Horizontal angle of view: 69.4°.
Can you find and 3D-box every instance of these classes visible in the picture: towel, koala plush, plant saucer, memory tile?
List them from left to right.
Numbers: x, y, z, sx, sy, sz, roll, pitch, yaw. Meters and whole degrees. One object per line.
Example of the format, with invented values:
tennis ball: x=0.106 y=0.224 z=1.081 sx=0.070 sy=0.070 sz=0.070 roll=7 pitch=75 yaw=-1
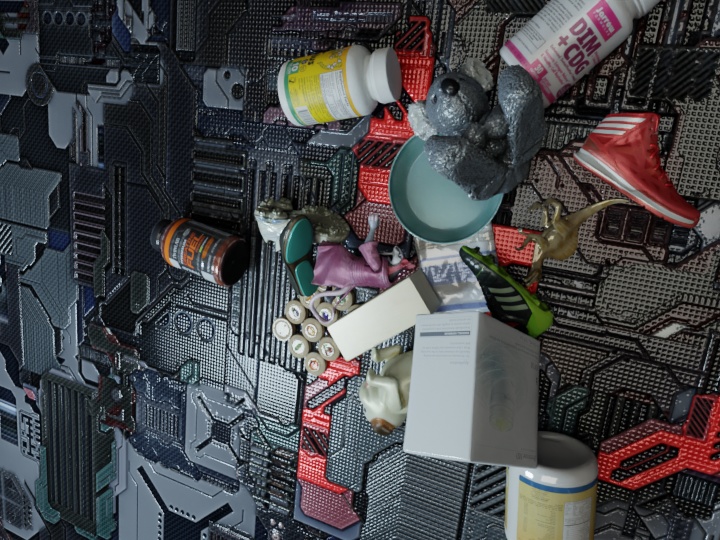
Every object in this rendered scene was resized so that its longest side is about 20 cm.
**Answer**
memory tile: x=-0.082 y=0.105 z=1.052 sx=0.154 sy=0.017 sz=0.200 roll=46 pitch=114 yaw=9
plant saucer: x=0.145 y=-0.145 z=0.881 sx=0.196 sy=0.036 sz=0.205 roll=0 pitch=89 yaw=19
towel: x=0.168 y=-0.019 z=0.917 sx=0.144 sy=0.024 sz=0.205 roll=-7 pitch=97 yaw=23
koala plush: x=0.164 y=-0.226 z=0.793 sx=0.177 sy=0.183 sz=0.201 roll=-40 pitch=56 yaw=11

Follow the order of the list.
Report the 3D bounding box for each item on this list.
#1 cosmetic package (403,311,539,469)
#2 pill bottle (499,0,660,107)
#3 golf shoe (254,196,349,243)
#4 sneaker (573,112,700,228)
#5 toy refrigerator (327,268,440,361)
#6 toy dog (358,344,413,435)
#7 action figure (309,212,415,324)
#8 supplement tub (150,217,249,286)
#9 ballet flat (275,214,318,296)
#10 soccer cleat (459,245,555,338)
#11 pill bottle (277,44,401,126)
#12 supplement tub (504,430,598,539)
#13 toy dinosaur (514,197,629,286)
cosmetic package: x=0.178 y=0.187 z=0.795 sx=0.121 sy=0.198 sz=0.204 roll=-7 pitch=68 yaw=43
pill bottle: x=0.310 y=-0.345 z=0.744 sx=0.199 sy=0.113 sz=0.114 roll=-41 pitch=83 yaw=24
golf shoe: x=-0.111 y=-0.076 z=1.013 sx=0.196 sy=0.079 sz=0.099 roll=17 pitch=131 yaw=19
sneaker: x=0.424 y=-0.157 z=0.752 sx=0.199 sy=0.078 sz=0.117 roll=36 pitch=113 yaw=12
toy refrigerator: x=0.042 y=0.082 z=0.947 sx=0.199 sy=0.070 sz=0.077 roll=-34 pitch=88 yaw=29
toy dog: x=0.085 y=0.210 z=0.951 sx=0.199 sy=0.141 sz=0.194 roll=-34 pitch=122 yaw=23
action figure: x=0.000 y=0.000 z=0.906 sx=0.197 sy=0.151 sz=0.134 roll=-3 pitch=139 yaw=36
supplement tub: x=-0.339 y=-0.045 z=1.084 sx=0.197 sy=0.107 sz=0.109 roll=19 pitch=107 yaw=19
ballet flat: x=-0.124 y=-0.031 z=0.962 sx=0.068 sy=0.068 sz=0.202 roll=37 pitch=147 yaw=31
soccer cleat: x=0.231 y=0.040 z=0.863 sx=0.199 sy=0.068 sz=0.081 roll=40 pitch=107 yaw=-3
pill bottle: x=-0.034 y=-0.321 z=0.897 sx=0.196 sy=0.112 sz=0.115 roll=-2 pitch=99 yaw=24
supplement tub: x=0.314 y=0.391 z=0.865 sx=0.142 sy=0.144 sz=0.205 roll=3 pitch=102 yaw=22
toy dinosaur: x=0.318 y=-0.069 z=0.837 sx=0.101 sy=0.058 sz=0.200 roll=42 pitch=101 yaw=-8
